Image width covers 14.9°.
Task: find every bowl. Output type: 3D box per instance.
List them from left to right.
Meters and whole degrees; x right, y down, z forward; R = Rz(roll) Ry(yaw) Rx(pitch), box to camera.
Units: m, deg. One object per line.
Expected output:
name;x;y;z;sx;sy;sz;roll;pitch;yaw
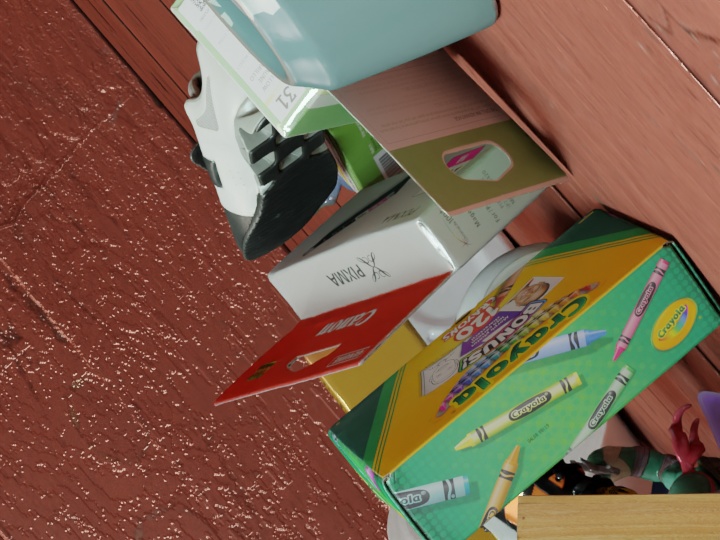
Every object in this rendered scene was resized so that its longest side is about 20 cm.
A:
bowl;-0.032;-0.170;1.407;0.201;0.105;0.201;48;176;5

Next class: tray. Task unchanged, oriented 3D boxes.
tray;0.187;0.145;1.452;0.099;0.199;0.037;60;-149;-67

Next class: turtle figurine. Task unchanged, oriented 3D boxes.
turtle figurine;0.219;0.163;1.727;0.200;0.100;0.150;27;-146;-55

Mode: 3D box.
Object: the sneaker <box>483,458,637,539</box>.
sneaker;0.117;0.130;1.563;0.201;0.090;0.070;58;-145;3

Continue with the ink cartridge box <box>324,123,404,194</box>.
ink cartridge box;-0.041;-0.153;1.772;0.200;0.076;0.148;46;174;26

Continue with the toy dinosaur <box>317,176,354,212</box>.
toy dinosaur;-0.009;-0.079;2.044;0.181;0.105;0.200;30;167;-13

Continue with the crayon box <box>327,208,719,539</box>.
crayon box;0.087;0.057;1.487;0.058;0.200;0.119;52;174;-17

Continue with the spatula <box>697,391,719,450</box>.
spatula;0.262;0.143;1.625;0.056;0.021;0.200;8;146;52

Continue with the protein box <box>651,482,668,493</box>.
protein box;0.208;0.284;2.146;0.199;0.200;0.135;48;175;16

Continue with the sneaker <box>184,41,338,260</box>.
sneaker;-0.066;-0.083;1.690;0.089;0.074;0.200;47;158;22

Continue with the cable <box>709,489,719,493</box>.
cable;0.239;0.223;1.599;0.199;0.069;0.201;3;114;36

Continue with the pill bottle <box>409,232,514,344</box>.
pill bottle;0.078;0.043;2.001;0.111;0.111;0.200;47;174;24

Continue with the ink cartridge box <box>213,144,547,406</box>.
ink cartridge box;0.000;0.000;1.635;0.044;0.173;0.200;53;152;-10

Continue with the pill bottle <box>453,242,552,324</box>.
pill bottle;0.112;0.043;1.667;0.114;0.114;0.200;49;176;5

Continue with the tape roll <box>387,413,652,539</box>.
tape roll;0.120;0.173;2.093;0.071;0.202;0.202;52;174;-27

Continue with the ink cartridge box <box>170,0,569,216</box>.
ink cartridge box;0.007;-0.098;1.532;0.200;0.048;0.145;50;-149;14

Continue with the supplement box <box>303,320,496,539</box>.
supplement box;0.048;0.110;1.689;0.200;0.066;0.069;53;176;6
